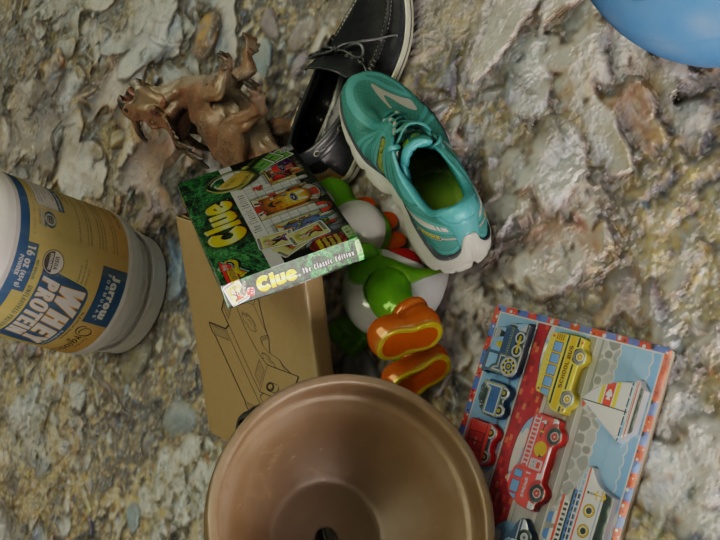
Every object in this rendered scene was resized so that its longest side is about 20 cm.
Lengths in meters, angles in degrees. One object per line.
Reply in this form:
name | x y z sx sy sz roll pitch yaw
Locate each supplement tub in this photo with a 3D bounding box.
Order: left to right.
supplement tub | -0.298 -0.002 1.148 0.144 0.199 0.146 -16 65 38

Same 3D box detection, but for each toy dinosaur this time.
toy dinosaur | -0.123 -0.129 1.123 0.200 0.086 0.136 47 119 24

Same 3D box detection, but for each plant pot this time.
plant pot | -0.014 0.180 0.848 0.093 0.199 0.203 129 144 -66

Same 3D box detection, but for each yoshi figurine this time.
yoshi figurine | -0.013 0.009 0.955 0.113 0.111 0.201 -52 45 24

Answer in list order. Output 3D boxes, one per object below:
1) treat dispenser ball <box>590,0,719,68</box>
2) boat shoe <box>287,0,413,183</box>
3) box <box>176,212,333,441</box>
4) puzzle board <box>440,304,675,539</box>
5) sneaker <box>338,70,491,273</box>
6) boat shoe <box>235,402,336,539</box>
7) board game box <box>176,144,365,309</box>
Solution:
treat dispenser ball | 0.226 -0.228 0.752 0.200 0.200 0.203 -16 65 37
boat shoe | -0.009 -0.172 1.043 0.074 0.062 0.202 17 86 46
box | -0.081 0.062 0.979 0.163 0.021 0.202 17 120 45
puzzle board | 0.124 0.134 0.846 0.150 0.017 0.202 14 85 44
sneaker | 0.044 -0.092 0.943 0.077 0.080 0.201 -28 57 -7
boat shoe | -0.056 0.197 0.925 0.068 0.056 0.202 -13 86 41
board game box | -0.074 -0.039 0.923 0.104 0.024 0.200 -23 29 -8
